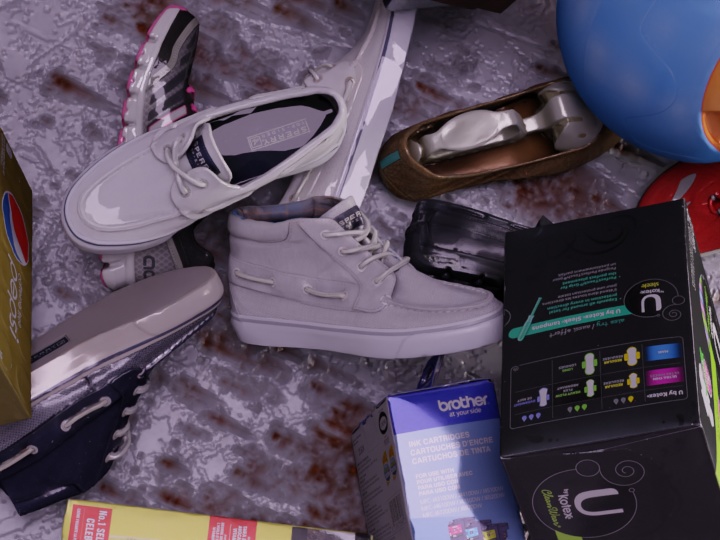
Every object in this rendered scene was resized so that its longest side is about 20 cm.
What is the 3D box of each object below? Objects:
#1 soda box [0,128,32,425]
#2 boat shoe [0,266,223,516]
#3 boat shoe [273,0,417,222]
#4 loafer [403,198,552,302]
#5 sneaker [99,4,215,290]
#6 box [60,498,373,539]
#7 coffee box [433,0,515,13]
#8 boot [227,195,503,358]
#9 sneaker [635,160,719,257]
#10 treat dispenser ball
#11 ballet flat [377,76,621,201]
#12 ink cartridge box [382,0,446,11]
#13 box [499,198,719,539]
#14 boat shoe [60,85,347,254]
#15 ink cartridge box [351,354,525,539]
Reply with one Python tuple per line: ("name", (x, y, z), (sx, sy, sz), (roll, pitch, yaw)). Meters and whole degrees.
("soda box", (-0.248, 0.005, 1.193), (0.064, 0.068, 0.200), (-12, 48, 5))
("boat shoe", (-0.167, 0.079, 1.226), (0.200, 0.075, 0.093), (-28, 112, -7))
("boat shoe", (-0.014, -0.115, 1.306), (0.070, 0.071, 0.200), (18, 79, -2))
("loafer", (0.128, -0.005, 1.291), (0.200, 0.068, 0.071), (13, 60, -8))
("sneaker", (-0.121, -0.079, 1.280), (0.087, 0.074, 0.200), (9, 79, -4))
("box", (-0.095, 0.196, 1.220), (0.199, 0.050, 0.075), (8, 75, -5))
("coffee box", (0.075, -0.289, 1.253), (0.080, 0.114, 0.200), (6, 58, -39))
("boot", (0.000, 0.000, 1.224), (0.199, 0.074, 0.096), (1, 108, 23))
("sneaker", (0.278, -0.060, 1.289), (0.200, 0.085, 0.077), (-18, 88, 19))
("treat dispenser ball", (0.231, -0.172, 1.255), (0.200, 0.201, 0.201), (2, 75, -7))
("ballet flat", (0.109, -0.099, 1.312), (0.199, 0.072, 0.068), (-13, 79, -11))
("ink cartridge box", (0.018, -0.276, 1.311), (0.200, 0.041, 0.200), (-11, 72, -46))
("box", (0.164, 0.081, 1.176), (0.124, 0.149, 0.200), (-11, 41, 15))
("boat shoe", (-0.102, -0.073, 1.209), (0.200, 0.065, 0.074), (-28, 85, -9))
("ink cartridge box", (0.050, 0.152, 1.205), (0.076, 0.136, 0.201), (-9, 77, -13))
